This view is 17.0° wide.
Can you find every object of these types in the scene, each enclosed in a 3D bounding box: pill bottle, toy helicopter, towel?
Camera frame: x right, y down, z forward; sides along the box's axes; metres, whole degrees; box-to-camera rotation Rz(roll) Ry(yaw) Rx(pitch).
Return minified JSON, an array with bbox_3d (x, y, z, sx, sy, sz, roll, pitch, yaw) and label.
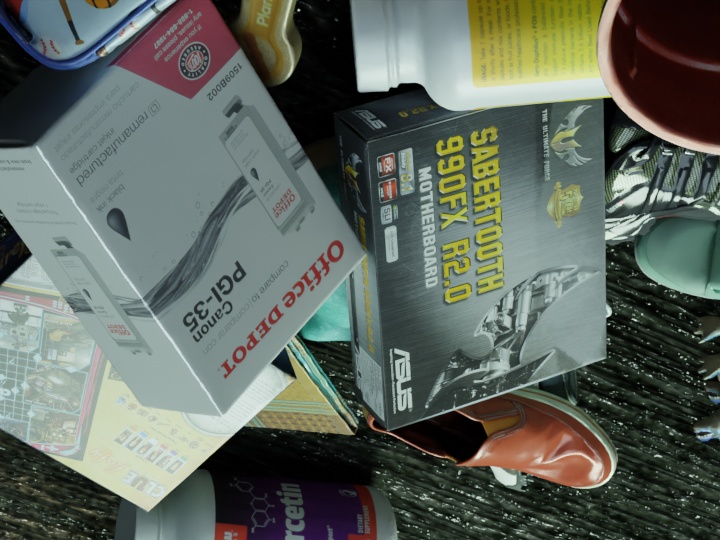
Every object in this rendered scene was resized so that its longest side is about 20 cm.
[{"bbox_3d":[0.094,-0.145,1.354,0.199,0.104,0.104,-5,143,-1],"label":"pill bottle"},{"bbox_3d":[-0.052,-0.184,1.302,0.132,0.079,0.200,17,132,3],"label":"toy helicopter"},{"bbox_3d":[-0.097,0.054,1.631,0.146,0.022,0.200,4,151,26],"label":"towel"},{"bbox_3d":[-0.079,0.209,1.798,0.199,0.113,0.113,7,142,-17],"label":"pill bottle"}]

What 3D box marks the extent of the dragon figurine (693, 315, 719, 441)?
[{"bbox_3d":[0.303,0.059,1.690,0.200,0.059,0.099,-29,139,33],"label":"dragon figurine"}]

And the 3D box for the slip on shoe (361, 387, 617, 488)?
[{"bbox_3d":[0.084,0.109,1.616,0.200,0.061,0.074,24,135,-21],"label":"slip on shoe"}]

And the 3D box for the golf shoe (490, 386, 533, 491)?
[{"bbox_3d":[0.075,0.084,1.695,0.094,0.078,0.200,-3,138,15],"label":"golf shoe"}]

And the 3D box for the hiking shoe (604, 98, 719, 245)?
[{"bbox_3d":[0.197,-0.077,1.482,0.200,0.076,0.101,-20,144,20],"label":"hiking shoe"}]

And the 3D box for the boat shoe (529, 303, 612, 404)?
[{"bbox_3d":[0.139,0.031,1.624,0.062,0.073,0.200,-6,138,7],"label":"boat shoe"}]

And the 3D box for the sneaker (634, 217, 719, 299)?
[{"bbox_3d":[0.247,-0.011,1.510,0.200,0.074,0.118,5,-172,32],"label":"sneaker"}]

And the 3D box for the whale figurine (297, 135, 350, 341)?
[{"bbox_3d":[0.000,0.000,1.537,0.159,0.104,0.200,2,145,-11],"label":"whale figurine"}]

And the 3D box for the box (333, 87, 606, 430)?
[{"bbox_3d":[0.069,-0.018,1.443,0.158,0.048,0.200,-16,122,-21],"label":"box"}]

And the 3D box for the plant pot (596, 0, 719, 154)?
[{"bbox_3d":[0.207,-0.196,1.224,0.200,0.196,0.201,-3,143,-2],"label":"plant pot"}]

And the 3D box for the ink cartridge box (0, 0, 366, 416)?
[{"bbox_3d":[-0.105,-0.039,1.343,0.083,0.147,0.200,4,134,49],"label":"ink cartridge box"}]

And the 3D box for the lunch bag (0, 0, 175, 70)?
[{"bbox_3d":[-0.138,-0.206,1.228,0.200,0.076,0.160,-33,100,30],"label":"lunch bag"}]

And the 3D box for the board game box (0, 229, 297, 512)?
[{"bbox_3d":[-0.155,0.054,1.436,0.135,0.035,0.200,-42,129,16],"label":"board game box"}]
